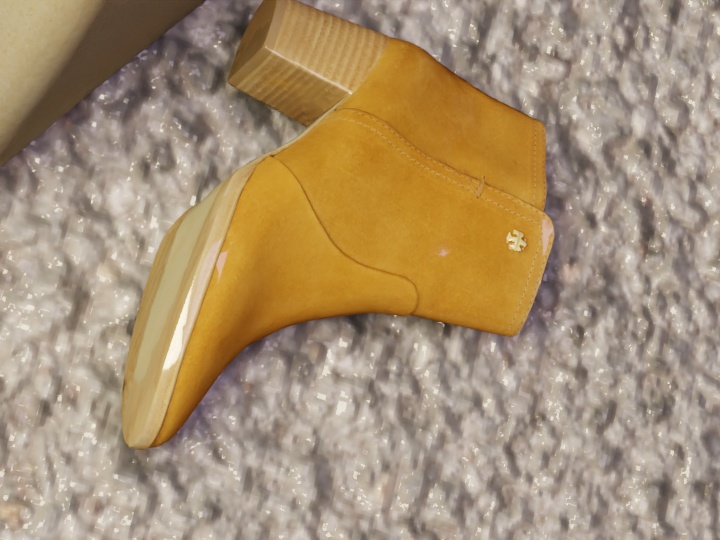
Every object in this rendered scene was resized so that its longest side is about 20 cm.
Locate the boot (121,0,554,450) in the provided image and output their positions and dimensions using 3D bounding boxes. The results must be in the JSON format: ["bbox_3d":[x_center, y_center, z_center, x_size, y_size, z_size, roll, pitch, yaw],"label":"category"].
[{"bbox_3d":[0.000,0.000,0.792,0.144,0.071,0.202,27,65,-18],"label":"boot"}]

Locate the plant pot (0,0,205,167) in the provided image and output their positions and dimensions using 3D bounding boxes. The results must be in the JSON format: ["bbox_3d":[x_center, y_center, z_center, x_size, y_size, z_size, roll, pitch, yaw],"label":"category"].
[{"bbox_3d":[-0.112,-0.170,0.704,0.200,0.177,0.200,-43,102,-25],"label":"plant pot"}]
